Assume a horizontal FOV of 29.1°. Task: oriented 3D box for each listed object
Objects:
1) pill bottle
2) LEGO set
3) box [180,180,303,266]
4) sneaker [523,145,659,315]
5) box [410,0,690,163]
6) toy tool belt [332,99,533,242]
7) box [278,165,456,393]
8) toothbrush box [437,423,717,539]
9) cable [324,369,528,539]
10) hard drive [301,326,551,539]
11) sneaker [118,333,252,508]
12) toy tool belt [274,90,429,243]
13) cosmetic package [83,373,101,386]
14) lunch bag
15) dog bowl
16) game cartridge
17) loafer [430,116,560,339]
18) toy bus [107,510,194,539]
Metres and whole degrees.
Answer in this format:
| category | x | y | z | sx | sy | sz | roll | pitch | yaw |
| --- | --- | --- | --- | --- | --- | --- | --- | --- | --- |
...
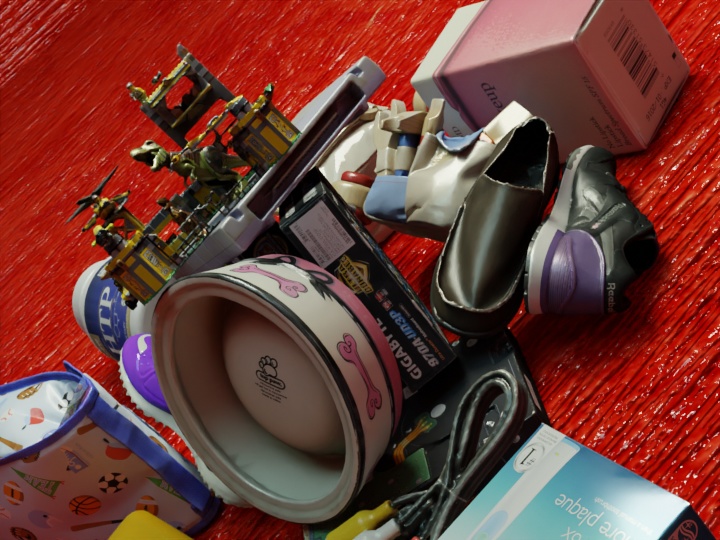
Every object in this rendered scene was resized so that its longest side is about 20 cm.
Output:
| category | x | y | z | sx | sy | sz | roll | pitch | yaw |
| --- | --- | --- | --- | --- | --- | --- | --- | --- | --- |
| pill bottle | -0.215 | 0.040 | 1.414 | 0.120 | 0.120 | 0.199 | -50 | 27 | -20 |
| LEGO set | -0.144 | -0.080 | 1.020 | 0.200 | 0.116 | 0.154 | -46 | 10 | 8 |
| box | -0.083 | 0.004 | 1.251 | 0.044 | 0.160 | 0.200 | -44 | 27 | -10 |
| sneaker | 0.189 | -0.026 | 1.068 | 0.087 | 0.076 | 0.200 | 7 | 37 | 18 |
| box | 0.166 | -0.173 | 1.235 | 0.199 | 0.128 | 0.109 | -7 | 42 | 49 |
| toy tool belt | 0.060 | -0.093 | 1.217 | 0.199 | 0.124 | 0.124 | 12 | 85 | 43 |
| box | 0.000 | 0.000 | 1.096 | 0.046 | 0.159 | 0.200 | -38 | 10 | 3 |
| toothbrush box | 0.098 | 0.204 | 0.788 | 0.200 | 0.085 | 0.146 | -46 | 27 | -9 |
| cable | 0.045 | 0.156 | 0.921 | 0.201 | 0.050 | 0.097 | -53 | 37 | 11 |
| hard drive | 0.042 | 0.131 | 1.028 | 0.199 | 0.038 | 0.140 | -34 | 27 | 10 |
| sneaker | -0.123 | 0.095 | 1.148 | 0.200 | 0.069 | 0.100 | 41 | 121 | 33 |
| toy tool belt | 0.002 | -0.120 | 1.379 | 0.122 | 0.125 | 0.200 | 14 | 57 | 49 |
| cosmetic package | -0.335 | 0.194 | 1.387 | 0.199 | 0.074 | 0.102 | -29 | 28 | 25 |
| lunch bag | -0.236 | 0.170 | 1.186 | 0.199 | 0.170 | 0.124 | -18 | 38 | 39 |
| dog bowl | -0.055 | 0.078 | 0.995 | 0.199 | 0.202 | 0.074 | -8 | 20 | 47 |
| game cartridge | -0.066 | -0.075 | 1.098 | 0.200 | 0.038 | 0.130 | -53 | 8 | -28 |
| loafer | 0.102 | -0.040 | 1.061 | 0.072 | 0.072 | 0.201 | 14 | 57 | 12 |
| toy bus | -0.120 | 0.241 | 1.021 | 0.065 | 0.078 | 0.199 | -49 | 27 | -18 |
